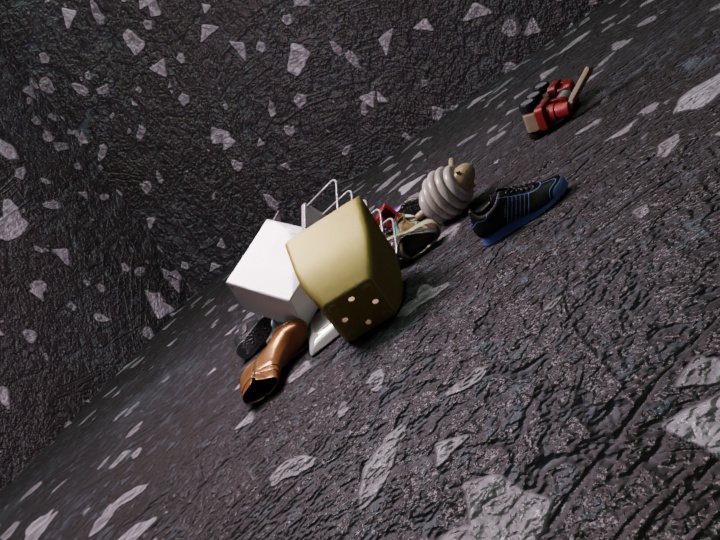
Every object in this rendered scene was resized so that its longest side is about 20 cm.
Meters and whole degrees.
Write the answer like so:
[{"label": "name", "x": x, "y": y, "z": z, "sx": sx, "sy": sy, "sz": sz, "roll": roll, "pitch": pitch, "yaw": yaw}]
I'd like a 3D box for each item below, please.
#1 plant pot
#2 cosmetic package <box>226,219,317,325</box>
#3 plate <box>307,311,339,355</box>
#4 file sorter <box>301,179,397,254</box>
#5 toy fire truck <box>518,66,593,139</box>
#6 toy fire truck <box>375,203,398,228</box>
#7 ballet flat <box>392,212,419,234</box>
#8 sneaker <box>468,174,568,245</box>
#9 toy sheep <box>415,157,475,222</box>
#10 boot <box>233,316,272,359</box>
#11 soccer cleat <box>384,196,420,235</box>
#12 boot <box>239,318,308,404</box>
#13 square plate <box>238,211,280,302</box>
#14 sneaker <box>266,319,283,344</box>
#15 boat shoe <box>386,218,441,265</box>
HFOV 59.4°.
[{"label": "plant pot", "x": -0.021, "y": 0.019, "z": 1.287, "sx": 0.192, "sy": 0.196, "sz": 0.203, "roll": -29, "pitch": 38, "yaw": 10}, {"label": "cosmetic package", "x": -0.181, "y": 0.008, "z": 1.523, "sx": 0.194, "sy": 0.124, "sz": 0.203, "roll": 14, "pitch": 57, "yaw": 29}, {"label": "plate", "x": -0.051, "y": 0.100, "z": 1.457, "sx": 0.198, "sy": 0.033, "sz": 0.200, "roll": -39, "pitch": 12, "yaw": -1}, {"label": "file sorter", "x": -0.022, "y": -0.087, "z": 1.434, "sx": 0.124, "sy": 0.197, "sz": 0.142, "roll": -36, "pitch": 40, "yaw": 33}, {"label": "toy fire truck", "x": 0.527, "y": -0.452, "z": 1.634, "sx": 0.196, "sy": 0.131, "sz": 0.176, "roll": -7, "pitch": 30, "yaw": 43}, {"label": "toy fire truck", "x": 0.027, "y": -0.089, "z": 1.717, "sx": 0.203, "sy": 0.048, "sz": 0.141, "roll": -60, "pitch": 12, "yaw": 9}, {"label": "ballet flat", "x": 0.123, "y": -0.119, "z": 1.689, "sx": 0.070, "sy": 0.070, "sz": 0.200, "roll": -15, "pitch": 14, "yaw": 1}, {"label": "sneaker", "x": 0.299, "y": -0.133, "z": 1.208, "sx": 0.197, "sy": 0.079, "sz": 0.070, "roll": -35, "pitch": 13, "yaw": 11}, {"label": "toy sheep", "x": 0.206, "y": -0.188, "z": 1.545, "sx": 0.200, "sy": 0.137, "sz": 0.138, "roll": -45, "pitch": 5, "yaw": 37}, {"label": "boot", "x": -0.292, "y": 0.171, "z": 1.808, "sx": 0.163, "sy": 0.066, "sz": 0.200, "roll": -37, "pitch": 8, "yaw": -8}, {"label": "soccer cleat", "x": 0.134, "y": -0.166, "z": 1.803, "sx": 0.198, "sy": 0.069, "sz": 0.073, "roll": -28, "pitch": 8, "yaw": 41}, {"label": "boot", "x": -0.189, "y": 0.199, "z": 1.384, "sx": 0.198, "sy": 0.077, "sz": 0.155, "roll": -37, "pitch": 13, "yaw": 1}, {"label": "square plate", "x": -0.268, "y": -0.037, "z": 1.718, "sx": 0.202, "sy": 0.028, "sz": 0.201, "roll": -82, "pitch": 18, "yaw": -61}, {"label": "sneaker", "x": -0.203, "y": 0.162, "z": 1.558, "sx": 0.070, "sy": 0.074, "sz": 0.199, "roll": -38, "pitch": 12, "yaw": -11}, {"label": "boat shoe", "x": 0.100, "y": -0.052, "z": 1.479, "sx": 0.198, "sy": 0.074, "sz": 0.065, "roll": -35, "pitch": 9, "yaw": 18}]
